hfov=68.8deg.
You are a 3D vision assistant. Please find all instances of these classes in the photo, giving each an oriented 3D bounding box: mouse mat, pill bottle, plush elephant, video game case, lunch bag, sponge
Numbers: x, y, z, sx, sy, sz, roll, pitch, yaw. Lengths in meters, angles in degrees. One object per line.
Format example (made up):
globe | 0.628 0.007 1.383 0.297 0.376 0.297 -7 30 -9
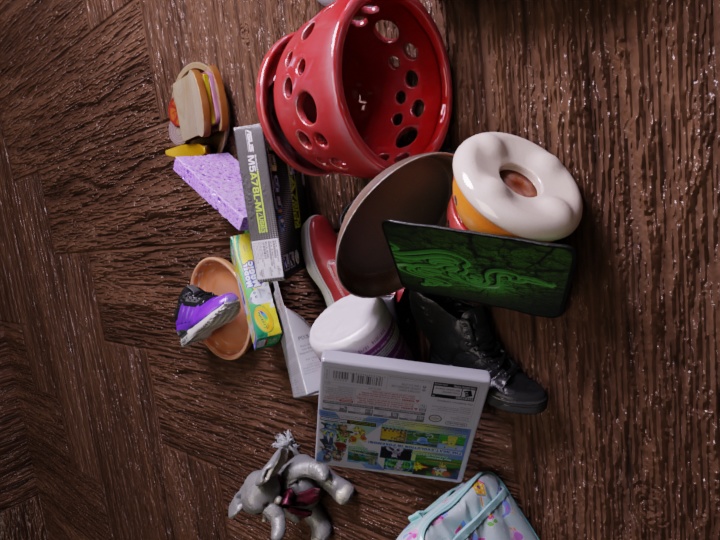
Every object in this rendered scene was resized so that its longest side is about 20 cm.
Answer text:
mouse mat | 0.127 0.002 0.578 0.197 0.161 0.008 12 65 21
pill bottle | 0.023 0.139 0.705 0.111 0.113 0.202 -6 123 42
plush elephant | -0.133 0.386 0.906 0.200 0.154 0.166 48 127 22
video game case | 0.045 0.185 0.652 0.196 0.022 0.185 7 122 1
lunch bag | 0.134 0.345 0.631 0.077 0.198 0.162 -41 72 37
sponge | -0.214 -0.137 0.884 0.199 0.111 0.030 40 125 26

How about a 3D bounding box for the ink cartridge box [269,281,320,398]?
ink cartridge box | -0.102 0.100 0.842 0.163 0.056 0.203 134 126 -71

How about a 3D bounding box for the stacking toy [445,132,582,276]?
stacking toy | 0.140 -0.039 0.602 0.147 0.145 0.201 49 143 21

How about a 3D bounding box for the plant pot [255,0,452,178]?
plant pot | -0.015 -0.213 0.635 0.181 0.199 0.204 9 106 45

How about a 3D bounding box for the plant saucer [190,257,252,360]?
plant saucer | -0.264 0.072 1.028 0.198 0.037 0.204 11 108 38

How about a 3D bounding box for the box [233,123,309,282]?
box | -0.116 -0.097 0.760 0.047 0.193 0.204 -6 97 11

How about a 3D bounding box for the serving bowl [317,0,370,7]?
serving bowl | -0.025 -0.445 0.674 0.198 0.065 0.204 11 106 39

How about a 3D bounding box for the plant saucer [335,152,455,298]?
plant saucer | 0.048 -0.054 0.616 0.032 0.198 0.202 46 127 35

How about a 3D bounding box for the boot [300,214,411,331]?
boot | 0.000 0.000 0.758 0.143 0.072 0.203 -20 95 41

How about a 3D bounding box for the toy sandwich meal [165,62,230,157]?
toy sandwich meal | -0.309 -0.282 0.960 0.203 0.070 0.209 11 108 39

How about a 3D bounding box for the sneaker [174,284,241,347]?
sneaker | -0.301 0.068 0.989 0.199 0.069 0.101 -33 76 40

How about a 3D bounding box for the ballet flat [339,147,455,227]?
ballet flat | 0.043 -0.096 0.696 0.199 0.073 0.074 -26 83 42

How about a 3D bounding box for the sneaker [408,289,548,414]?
sneaker | 0.144 0.091 0.656 0.198 0.060 0.106 22 118 39

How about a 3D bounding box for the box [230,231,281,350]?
box | -0.182 0.025 0.893 0.117 0.048 0.203 126 130 -69
